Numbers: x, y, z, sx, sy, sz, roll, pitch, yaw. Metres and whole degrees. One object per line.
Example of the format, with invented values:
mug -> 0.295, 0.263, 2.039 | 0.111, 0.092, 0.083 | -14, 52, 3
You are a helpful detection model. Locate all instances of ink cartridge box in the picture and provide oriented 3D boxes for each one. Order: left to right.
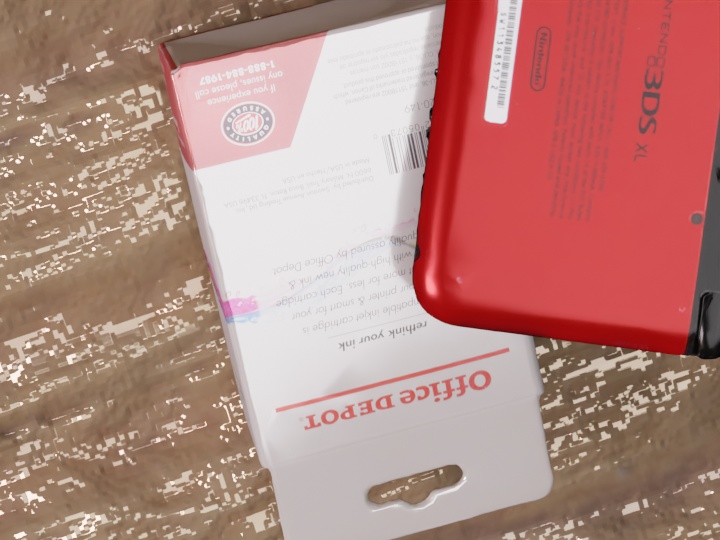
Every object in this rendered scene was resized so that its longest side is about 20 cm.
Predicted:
ink cartridge box -> 0.000, 0.000, 0.930 | 0.116, 0.068, 0.201 | -13, 106, -6

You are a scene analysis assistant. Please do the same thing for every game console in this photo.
game console -> 0.115, -0.075, 0.914 | 0.171, 0.119, 0.202 | 7, 96, 2
